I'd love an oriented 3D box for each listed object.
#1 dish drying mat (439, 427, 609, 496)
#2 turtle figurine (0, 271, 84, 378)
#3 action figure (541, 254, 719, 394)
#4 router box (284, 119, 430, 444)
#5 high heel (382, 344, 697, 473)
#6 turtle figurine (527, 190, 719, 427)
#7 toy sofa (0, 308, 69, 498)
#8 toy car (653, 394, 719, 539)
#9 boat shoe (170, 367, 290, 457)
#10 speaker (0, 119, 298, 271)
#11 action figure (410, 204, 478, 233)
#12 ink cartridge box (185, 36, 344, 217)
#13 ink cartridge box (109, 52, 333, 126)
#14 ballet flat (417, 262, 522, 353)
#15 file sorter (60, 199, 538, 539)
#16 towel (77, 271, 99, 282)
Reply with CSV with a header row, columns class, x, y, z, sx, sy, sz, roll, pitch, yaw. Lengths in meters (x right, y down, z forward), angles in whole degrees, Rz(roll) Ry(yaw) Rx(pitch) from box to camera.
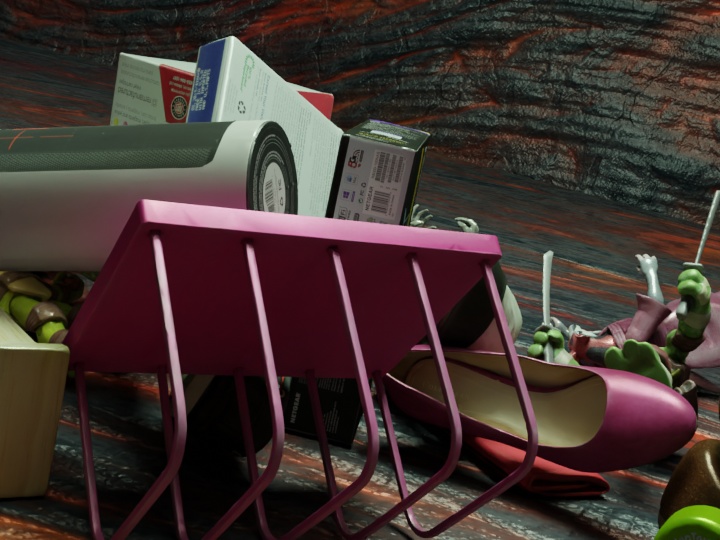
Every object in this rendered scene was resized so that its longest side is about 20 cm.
class,x,y,z,sx,sy,sz,roll,pitch,yaw
dish drying mat,0.091,0.113,0.845,0.076,0.018,0.200,5,14,-31
turtle figurine,-0.238,0.018,0.800,0.160,0.065,0.200,28,-3,24
action figure,0.268,0.075,1.107,0.198,0.134,0.150,-11,66,-34
router box,0.000,0.000,0.822,0.052,0.202,0.157,13,11,4
high heel,0.104,0.077,0.729,0.199,0.068,0.096,8,-16,42
turtle figurine,0.187,0.045,0.875,0.142,0.202,0.194,5,11,22
toy sofa,-0.242,0.047,0.633,0.097,0.084,0.199,6,14,-36
toy car,0.269,0.095,0.673,0.156,0.202,0.164,18,13,25
boat shoe,-0.082,0.068,0.757,0.063,0.074,0.201,34,4,-10
speaker,-0.139,-0.038,0.634,0.198,0.082,0.081,0,8,16
action figure,0.073,-0.015,1.225,0.199,0.103,0.118,20,2,36
ink cartridge box,-0.068,-0.048,0.921,0.040,0.202,0.200,-9,-28,34
ink cartridge box,-0.135,-0.076,1.039,0.144,0.202,0.145,-2,17,-44
ballet flat,0.073,0.036,0.813,0.068,0.069,0.200,25,-22,-4
file sorter,-0.031,0.064,0.584,0.198,0.139,0.126,4,56,-30
towel,-0.193,-0.008,0.871,0.148,0.037,0.200,27,-9,41
